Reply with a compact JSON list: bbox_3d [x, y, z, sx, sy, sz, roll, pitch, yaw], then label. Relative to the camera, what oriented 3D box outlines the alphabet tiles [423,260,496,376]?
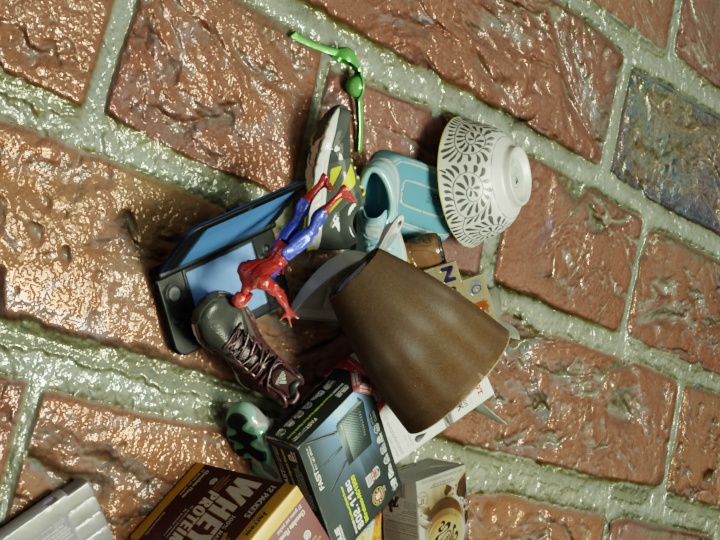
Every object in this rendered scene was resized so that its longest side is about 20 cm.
[{"bbox_3d":[0.118,0.087,1.784,0.165,0.006,0.201,-18,115,2],"label":"alphabet tiles"}]

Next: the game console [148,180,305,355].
[{"bbox_3d":[-0.150,-0.003,1.525,0.199,0.118,0.172,-27,110,-39],"label":"game console"}]

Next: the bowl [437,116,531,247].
[{"bbox_3d":[0.200,-0.138,1.838,0.200,0.093,0.203,14,74,-60],"label":"bowl"}]

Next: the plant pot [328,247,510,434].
[{"bbox_3d":[0.058,0.075,1.577,0.200,0.187,0.187,45,59,-7],"label":"plant pot"}]

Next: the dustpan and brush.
[{"bbox_3d":[0.000,0.000,1.647,0.139,0.057,0.201,7,117,-43],"label":"dustpan and brush"}]

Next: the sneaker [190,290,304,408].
[{"bbox_3d":[-0.126,0.106,1.521,0.076,0.115,0.200,-50,142,-12],"label":"sneaker"}]

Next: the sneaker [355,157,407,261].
[{"bbox_3d":[0.020,-0.055,1.700,0.082,0.073,0.202,-26,111,-73],"label":"sneaker"}]

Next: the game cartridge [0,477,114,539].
[{"bbox_3d":[-0.372,0.341,1.385,0.200,0.038,0.131,-34,110,-38],"label":"game cartridge"}]

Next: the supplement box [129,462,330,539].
[{"bbox_3d":[-0.138,0.364,1.496,0.133,0.199,0.198,-47,122,-32],"label":"supplement box"}]

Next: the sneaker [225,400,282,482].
[{"bbox_3d":[-0.095,0.211,1.625,0.140,0.077,0.201,-52,134,-31],"label":"sneaker"}]

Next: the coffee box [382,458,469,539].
[{"bbox_3d":[0.098,0.393,1.809,0.112,0.079,0.202,-9,98,-44],"label":"coffee box"}]

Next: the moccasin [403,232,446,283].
[{"bbox_3d":[0.104,0.043,1.801,0.074,0.077,0.202,-90,164,-56],"label":"moccasin"}]

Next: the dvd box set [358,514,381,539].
[{"bbox_3d":[-0.032,0.436,1.719,0.146,0.029,0.202,3,89,-44],"label":"dvd box set"}]

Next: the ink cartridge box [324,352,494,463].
[{"bbox_3d":[0.072,0.160,1.726,0.199,0.083,0.148,-33,115,-14],"label":"ink cartridge box"}]

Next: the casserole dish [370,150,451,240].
[{"bbox_3d":[0.081,-0.106,1.801,0.199,0.039,0.122,16,81,-44],"label":"casserole dish"}]

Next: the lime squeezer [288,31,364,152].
[{"bbox_3d":[-0.022,-0.263,1.694,0.071,0.038,0.201,-50,124,-30],"label":"lime squeezer"}]

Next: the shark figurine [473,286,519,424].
[{"bbox_3d":[0.202,0.121,1.870,0.128,0.089,0.216,35,60,-66],"label":"shark figurine"}]

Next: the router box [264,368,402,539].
[{"bbox_3d":[-0.031,0.253,1.600,0.150,0.062,0.201,-42,128,-36],"label":"router box"}]

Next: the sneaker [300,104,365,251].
[{"bbox_3d":[-0.031,-0.122,1.654,0.084,0.074,0.202,9,95,-17],"label":"sneaker"}]

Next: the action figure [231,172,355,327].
[{"bbox_3d":[-0.082,-0.015,1.527,0.200,0.065,0.099,-47,141,-16],"label":"action figure"}]
